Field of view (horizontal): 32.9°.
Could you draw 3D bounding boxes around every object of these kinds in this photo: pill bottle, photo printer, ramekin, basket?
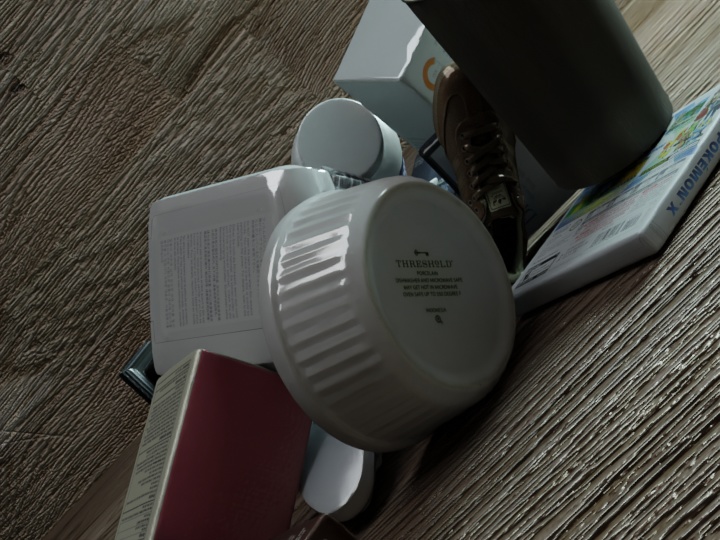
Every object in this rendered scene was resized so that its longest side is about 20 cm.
[{"bbox_3d":[-0.010,-0.105,1.234,0.111,0.111,0.200,-48,-10,-3],"label":"pill bottle"},{"bbox_3d":[-0.091,0.005,1.006,0.199,0.168,0.069,-11,-10,42],"label":"photo printer"},{"bbox_3d":[0.029,0.025,0.896,0.094,0.203,0.203,-24,21,43],"label":"ramekin"},{"bbox_3d":[0.145,-0.175,0.957,0.136,0.200,0.180,-40,19,-2],"label":"basket"}]

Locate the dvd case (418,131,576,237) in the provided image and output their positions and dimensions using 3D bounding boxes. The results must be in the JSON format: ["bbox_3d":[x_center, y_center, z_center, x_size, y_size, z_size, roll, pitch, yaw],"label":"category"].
[{"bbox_3d":[0.165,-0.130,1.090,0.200,0.143,0.018,-45,30,7],"label":"dvd case"}]

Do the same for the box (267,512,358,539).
[{"bbox_3d":[-0.065,0.233,0.780,0.100,0.075,0.200,-53,10,-34],"label":"box"}]

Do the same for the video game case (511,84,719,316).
[{"bbox_3d":[0.205,-0.056,0.929,0.183,0.022,0.200,-51,6,-25],"label":"video game case"}]

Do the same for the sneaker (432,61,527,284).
[{"bbox_3d":[0.114,-0.081,1.042,0.070,0.202,0.076,-20,29,-6],"label":"sneaker"}]

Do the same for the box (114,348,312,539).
[{"bbox_3d":[-0.120,0.181,0.963,0.128,0.108,0.202,-33,41,61],"label":"box"}]

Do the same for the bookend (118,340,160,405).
[{"bbox_3d":[-0.119,0.102,1.338,0.200,0.199,0.092,-44,7,17],"label":"bookend"}]

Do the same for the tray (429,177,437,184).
[{"bbox_3d":[0.012,-0.012,1.277,0.200,0.022,0.107,-48,-1,19],"label":"tray"}]

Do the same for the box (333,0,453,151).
[{"bbox_3d":[0.091,-0.177,1.138,0.097,0.199,0.125,9,70,49],"label":"box"}]

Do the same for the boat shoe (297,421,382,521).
[{"bbox_3d":[-0.014,0.145,0.993,0.072,0.066,0.200,-47,24,5],"label":"boat shoe"}]

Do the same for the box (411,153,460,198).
[{"bbox_3d":[0.093,-0.067,1.333,0.200,0.051,0.159,155,129,-74],"label":"box"}]

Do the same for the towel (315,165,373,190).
[{"bbox_3d":[0.000,0.000,1.106,0.199,0.085,0.167,8,-82,-53],"label":"towel"}]
